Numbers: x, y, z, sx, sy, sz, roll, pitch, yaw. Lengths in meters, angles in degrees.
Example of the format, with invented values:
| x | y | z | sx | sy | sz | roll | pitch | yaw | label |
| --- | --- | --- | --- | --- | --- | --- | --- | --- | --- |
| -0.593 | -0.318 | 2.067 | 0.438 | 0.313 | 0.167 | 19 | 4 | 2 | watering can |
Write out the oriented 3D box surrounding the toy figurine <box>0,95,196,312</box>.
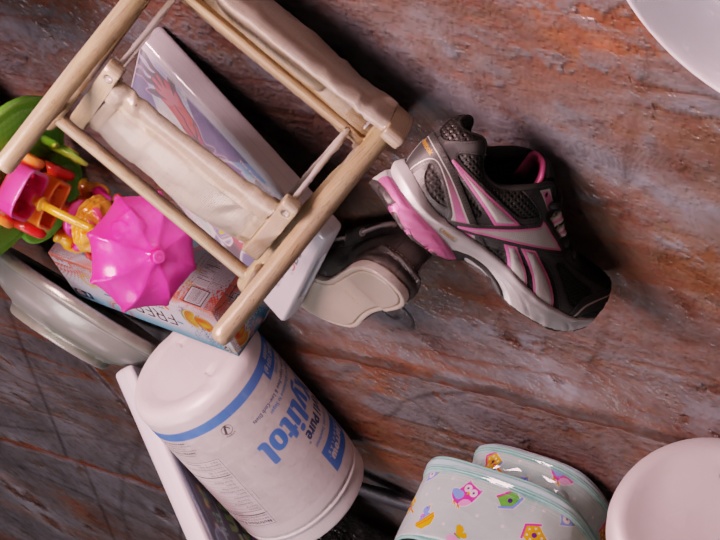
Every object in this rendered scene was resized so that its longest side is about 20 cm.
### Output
| x | y | z | sx | sy | sz | roll | pitch | yaw | label |
| --- | --- | --- | --- | --- | --- | --- | --- | --- | --- |
| -0.212 | -0.031 | 1.663 | 0.183 | 0.151 | 0.200 | 28 | 179 | 20 | toy figurine |

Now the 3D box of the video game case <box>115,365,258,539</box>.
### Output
| x | y | z | sx | sy | sz | roll | pitch | yaw | label |
| --- | --- | --- | --- | --- | --- | --- | --- | --- | --- |
| -0.146 | 0.191 | 1.925 | 0.201 | 0.023 | 0.182 | 64 | -166 | 19 | video game case |

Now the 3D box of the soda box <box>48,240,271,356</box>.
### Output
| x | y | z | sx | sy | sz | roll | pitch | yaw | label |
| --- | --- | --- | --- | --- | --- | --- | --- | --- | --- |
| -0.173 | 0.005 | 1.776 | 0.199 | 0.064 | 0.069 | 19 | 153 | 34 | soda box |

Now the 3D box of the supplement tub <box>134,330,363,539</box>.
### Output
| x | y | z | sx | sy | sz | roll | pitch | yaw | label |
| --- | --- | --- | --- | --- | --- | --- | --- | --- | --- |
| -0.100 | 0.145 | 1.857 | 0.131 | 0.132 | 0.200 | 6 | 144 | 48 | supplement tub |

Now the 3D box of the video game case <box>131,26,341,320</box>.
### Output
| x | y | z | sx | sy | sz | roll | pitch | yaw | label |
| --- | --- | --- | --- | --- | --- | --- | --- | --- | --- |
| -0.103 | -0.068 | 1.540 | 0.200 | 0.023 | 0.182 | 48 | 158 | 8 | video game case |

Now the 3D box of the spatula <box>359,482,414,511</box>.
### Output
| x | y | z | sx | sy | sz | roll | pitch | yaw | label |
| --- | --- | --- | --- | --- | --- | --- | --- | --- | --- |
| -0.021 | 0.198 | 1.988 | 0.199 | 0.021 | 0.057 | 23 | 152 | 25 | spatula |

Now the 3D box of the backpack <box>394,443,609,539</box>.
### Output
| x | y | z | sx | sy | sz | roll | pitch | yaw | label |
| --- | --- | --- | --- | --- | --- | --- | --- | --- | --- |
| 0.125 | 0.232 | 1.694 | 0.175 | 0.154 | 0.200 | 16 | 160 | 32 | backpack |

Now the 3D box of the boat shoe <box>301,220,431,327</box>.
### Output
| x | y | z | sx | sy | sz | roll | pitch | yaw | label |
| --- | --- | --- | --- | --- | --- | --- | --- | --- | --- |
| 0.000 | 0.000 | 1.564 | 0.067 | 0.057 | 0.200 | 45 | 160 | -15 | boat shoe |

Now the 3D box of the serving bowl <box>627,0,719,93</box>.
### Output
| x | y | z | sx | sy | sz | roll | pitch | yaw | label |
| --- | --- | --- | --- | --- | --- | --- | --- | --- | --- |
| 0.216 | -0.151 | 0.966 | 0.199 | 0.066 | 0.201 | 29 | 155 | 15 | serving bowl |

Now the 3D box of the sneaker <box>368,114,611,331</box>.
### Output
| x | y | z | sx | sy | sz | roll | pitch | yaw | label |
| --- | --- | --- | --- | --- | --- | --- | --- | --- | --- |
| 0.105 | -0.032 | 1.326 | 0.199 | 0.086 | 0.081 | 29 | -158 | -40 | sneaker |

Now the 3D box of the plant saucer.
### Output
| x | y | z | sx | sy | sz | roll | pitch | yaw | label |
| --- | --- | --- | --- | --- | --- | --- | --- | --- | --- |
| -0.270 | 0.044 | 1.911 | 0.199 | 0.050 | 0.200 | 32 | 179 | 1 | plant saucer |

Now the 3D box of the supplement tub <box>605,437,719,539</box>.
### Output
| x | y | z | sx | sy | sz | roll | pitch | yaw | label |
| --- | --- | --- | --- | --- | --- | --- | --- | --- | --- |
| 0.260 | 0.230 | 1.523 | 0.144 | 0.145 | 0.201 | 23 | 154 | 25 | supplement tub |

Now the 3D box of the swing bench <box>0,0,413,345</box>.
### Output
| x | y | z | sx | sy | sz | roll | pitch | yaw | label |
| --- | --- | --- | --- | --- | --- | --- | --- | --- | --- |
| -0.098 | -0.098 | 1.367 | 0.199 | 0.200 | 0.130 | 39 | -163 | -7 | swing bench |

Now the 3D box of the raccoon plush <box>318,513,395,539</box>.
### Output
| x | y | z | sx | sy | sz | roll | pitch | yaw | label |
| --- | --- | --- | --- | --- | --- | --- | --- | --- | --- |
| 0.010 | 0.270 | 2.030 | 0.198 | 0.097 | 0.134 | -2 | 145 | 7 | raccoon plush |
